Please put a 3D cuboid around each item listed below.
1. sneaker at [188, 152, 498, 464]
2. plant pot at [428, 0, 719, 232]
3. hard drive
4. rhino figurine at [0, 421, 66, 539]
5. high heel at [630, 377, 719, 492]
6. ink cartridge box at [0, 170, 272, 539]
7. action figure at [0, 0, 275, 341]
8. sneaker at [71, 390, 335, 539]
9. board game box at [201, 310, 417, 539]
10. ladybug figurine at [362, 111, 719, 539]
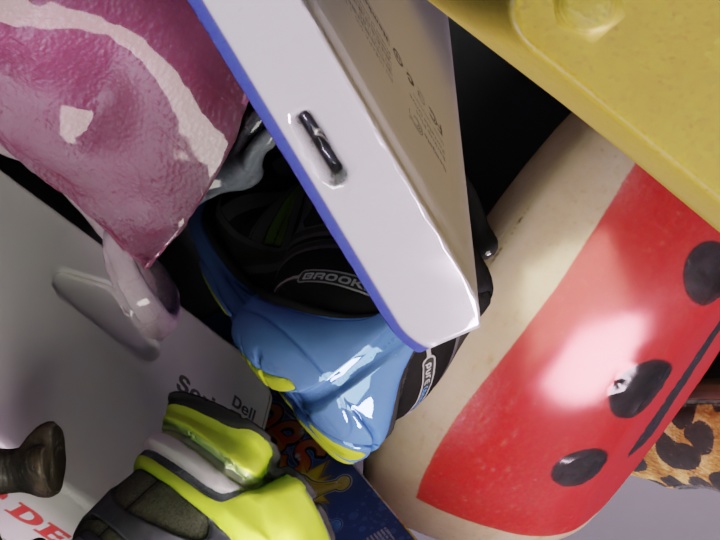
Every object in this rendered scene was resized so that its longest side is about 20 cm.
[{"bbox_3d":[0.000,0.000,0.856,0.083,0.200,0.071,-39,104,-1],"label":"sneaker"},{"bbox_3d":[0.129,-0.085,0.681,0.200,0.176,0.200,39,105,-3],"label":"plant pot"},{"bbox_3d":[-0.010,-0.087,0.770,0.025,0.200,0.132,-23,122,13],"label":"hard drive"},{"bbox_3d":[-0.127,0.070,0.806,0.087,0.060,0.201,-2,138,14],"label":"rhino figurine"},{"bbox_3d":[0.147,0.109,0.962,0.199,0.071,0.144,2,93,35],"label":"high heel"},{"bbox_3d":[-0.149,0.060,0.918,0.145,0.084,0.199,38,137,-28],"label":"ink cartridge box"},{"bbox_3d":[-0.123,-0.085,0.809,0.199,0.134,0.150,11,115,-31],"label":"action figure"},{"bbox_3d":[-0.040,0.128,0.828,0.081,0.074,0.201,-38,129,-22],"label":"sneaker"},{"bbox_3d":[0.002,0.116,0.941,0.034,0.200,0.136,-29,129,-11],"label":"board game box"},{"bbox_3d":[0.072,0.017,0.908,0.072,0.136,0.201,39,130,14],"label":"ladybug figurine"}]
